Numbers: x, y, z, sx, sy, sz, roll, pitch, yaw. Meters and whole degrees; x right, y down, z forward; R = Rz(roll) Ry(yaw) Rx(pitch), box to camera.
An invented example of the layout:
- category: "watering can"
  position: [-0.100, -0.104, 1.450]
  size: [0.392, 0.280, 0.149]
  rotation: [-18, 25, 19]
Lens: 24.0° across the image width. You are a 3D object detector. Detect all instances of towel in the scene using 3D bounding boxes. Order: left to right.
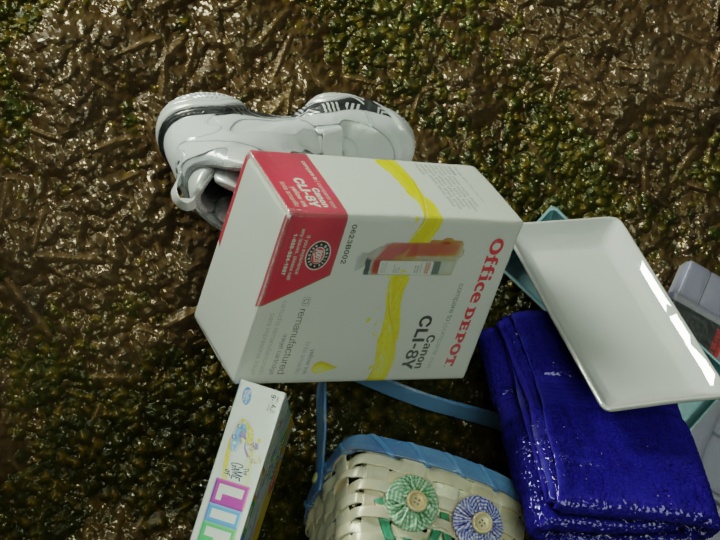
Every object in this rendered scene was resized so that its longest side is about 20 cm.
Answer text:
- category: "towel"
  position: [0.173, 0.110, 1.232]
  size: [0.146, 0.050, 0.201]
  rotation: [1, 44, -11]

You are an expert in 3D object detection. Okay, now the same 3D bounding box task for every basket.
- category: "basket"
  position: [0.045, 0.172, 1.246]
  size: [0.174, 0.140, 0.201]
  rotation: [17, 44, -14]

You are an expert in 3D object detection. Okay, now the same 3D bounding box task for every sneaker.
- category: "sneaker"
  position: [-0.051, -0.074, 1.255]
  size: [0.197, 0.076, 0.115]
  rotation: [3, 37, -11]

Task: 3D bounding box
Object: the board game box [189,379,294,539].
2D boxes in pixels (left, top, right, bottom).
- category: "board game box"
  position: [-0.095, 0.188, 1.196]
  size: [0.034, 0.135, 0.202]
  rotation: [16, 78, 4]

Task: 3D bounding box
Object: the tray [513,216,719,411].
- category: "tray"
  position: [0.186, 0.034, 1.273]
  size: [0.106, 0.022, 0.201]
  rotation: [-5, 44, -20]

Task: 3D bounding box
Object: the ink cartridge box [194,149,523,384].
- category: "ink cartridge box"
  position: [0.000, 0.000, 1.218]
  size: [0.198, 0.084, 0.146]
  rotation: [1, 123, -31]

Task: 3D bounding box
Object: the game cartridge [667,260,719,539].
- category: "game cartridge"
  position: [0.274, 0.108, 1.366]
  size: [0.129, 0.038, 0.202]
  rotation: [29, 75, -14]

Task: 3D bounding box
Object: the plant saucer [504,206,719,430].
- category: "plant saucer"
  position: [0.201, 0.042, 1.340]
  size: [0.200, 0.019, 0.070]
  rotation: [44, 77, 9]
